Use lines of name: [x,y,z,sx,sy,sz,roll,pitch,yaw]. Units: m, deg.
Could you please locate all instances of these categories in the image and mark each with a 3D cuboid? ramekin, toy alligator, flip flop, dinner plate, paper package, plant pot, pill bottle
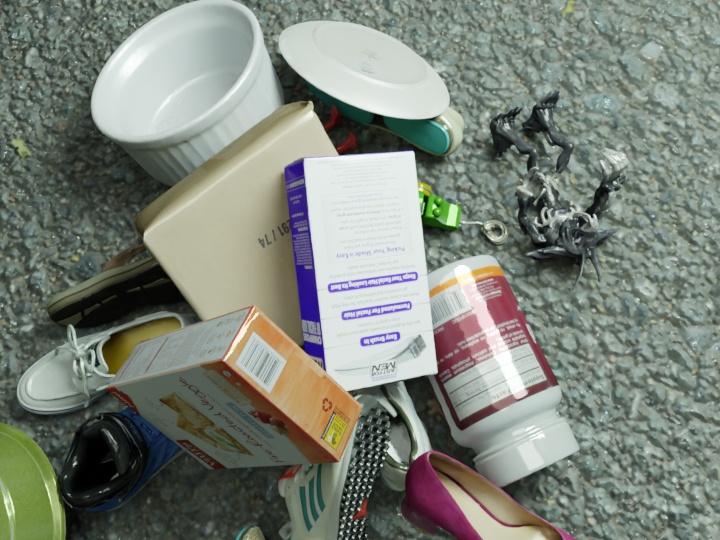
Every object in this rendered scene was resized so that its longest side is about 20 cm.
ramekin: [-0.179,-0.185,0.811,0.198,0.098,0.203,-11,54,16]
toy alligator: [0.065,-0.066,0.809,0.197,0.054,0.060,11,74,7]
flip flop: [-0.239,0.005,0.803,0.198,0.081,0.058,-20,58,3]
dinner plate: [0.009,-0.227,0.814,0.197,0.024,0.201,14,39,-12]
paper package: [-0.089,-0.029,0.738,0.199,0.103,0.192,-38,112,-12]
plant pot: [-0.397,0.238,0.645,0.197,0.190,0.203,-4,81,23]
pill bottle: [0.123,0.098,0.725,0.113,0.114,0.202,-23,73,-3]

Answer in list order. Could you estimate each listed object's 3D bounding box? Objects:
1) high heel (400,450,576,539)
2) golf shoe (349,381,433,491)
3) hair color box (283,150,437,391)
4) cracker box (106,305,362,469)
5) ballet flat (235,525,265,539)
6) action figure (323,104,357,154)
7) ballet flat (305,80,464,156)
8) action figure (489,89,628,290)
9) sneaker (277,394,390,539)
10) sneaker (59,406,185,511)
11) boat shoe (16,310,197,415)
high heel: [0.129,0.221,0.644,0.197,0.097,0.068,18,49,6]
golf shoe: [0.014,0.115,0.736,0.078,0.097,0.201,-30,72,-4]
hair color box: [0.000,0.000,0.674,0.108,0.065,0.203,-7,91,-23]
cracker box: [-0.113,0.110,0.646,0.134,0.199,0.058,45,52,-24]
ballet flat: [-0.111,0.344,0.688,0.075,0.068,0.202,19,79,23]
action figure: [-0.101,-0.114,0.840,0.199,0.052,0.066,-32,77,-4]
ballet flat: [0.031,-0.194,0.852,0.199,0.070,0.070,31,77,10]
action figure: [0.208,-0.087,0.783,0.117,0.102,0.202,-17,71,-14]
sneaker: [-0.036,0.192,0.688,0.093,0.070,0.202,23,119,27]
sneaker: [-0.205,0.151,0.729,0.200,0.111,0.077,-44,80,-10]
boat shoe: [-0.265,0.091,0.766,0.199,0.086,0.075,-17,72,-2]
